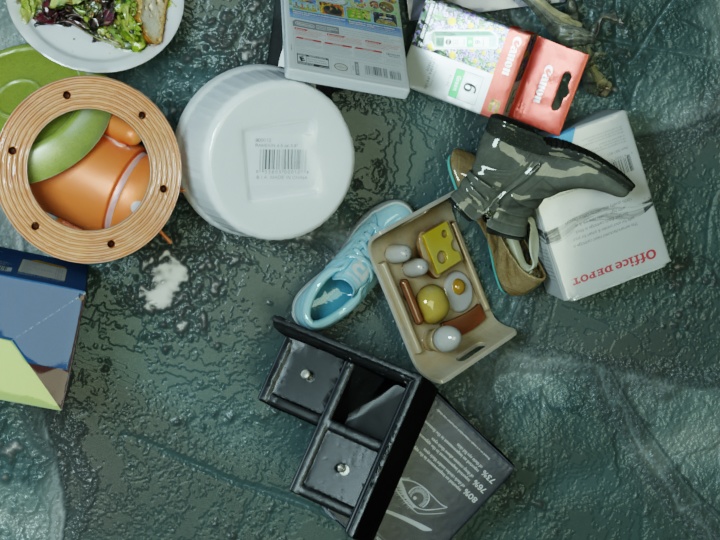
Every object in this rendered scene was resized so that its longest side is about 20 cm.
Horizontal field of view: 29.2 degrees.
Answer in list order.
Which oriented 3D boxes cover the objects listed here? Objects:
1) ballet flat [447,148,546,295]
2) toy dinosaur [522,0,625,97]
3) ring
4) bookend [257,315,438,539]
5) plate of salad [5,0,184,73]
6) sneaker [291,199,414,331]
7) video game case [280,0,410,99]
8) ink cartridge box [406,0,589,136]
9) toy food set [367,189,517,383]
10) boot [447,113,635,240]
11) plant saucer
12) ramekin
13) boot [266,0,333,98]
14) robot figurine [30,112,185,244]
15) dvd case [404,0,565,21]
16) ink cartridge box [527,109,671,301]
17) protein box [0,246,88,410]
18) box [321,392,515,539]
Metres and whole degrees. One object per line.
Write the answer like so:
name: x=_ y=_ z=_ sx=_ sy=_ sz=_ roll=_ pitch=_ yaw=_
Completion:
ballet flat: x=0.175 y=-0.063 z=1.684 sx=0.068 sy=0.072 sz=0.201 roll=-34 pitch=105 yaw=-50
toy dinosaur: x=0.262 y=-0.299 z=1.683 sx=0.088 sy=0.047 sz=0.200 roll=-41 pitch=106 yaw=9
ring: x=-0.292 y=-0.108 z=1.486 sx=0.200 sy=0.019 sz=0.201 roll=-1 pitch=94 yaw=-16
bookend: x=-0.043 y=0.184 z=1.620 sx=0.200 sy=0.092 sz=0.199 roll=22 pitch=82 yaw=20
plate of salad: x=-0.297 y=-0.317 z=1.555 sx=0.199 sy=0.048 sz=0.201 roll=4 pitch=71 yaw=-12
sneaker: x=0.000 y=0.000 z=1.670 sx=0.074 sy=0.082 sz=0.200 roll=40 pitch=90 yaw=-14
video game case: x=-0.021 y=-0.285 z=1.582 sx=0.143 sy=0.018 sz=0.200 roll=8 pitch=52 yaw=-17
ink cartridge box: x=0.156 y=-0.239 z=1.634 sx=0.199 sy=0.050 sz=0.109 roll=22 pitch=106 yaw=13
toy food set: x=0.104 y=0.017 z=1.671 sx=0.143 sy=0.060 sz=0.201 roll=-30 pitch=104 yaw=-35
boot: x=0.211 y=-0.093 z=1.630 sx=0.199 sy=0.068 sz=0.131 roll=20 pitch=105 yaw=-11
plant saucer: x=-0.375 y=-0.183 z=1.533 sx=0.199 sy=0.031 sz=0.201 roll=-3 pitch=57 yaw=5
ramekin: x=-0.103 y=-0.128 z=1.561 sx=0.200 sy=0.098 sz=0.201 roll=-5 pitch=103 yaw=-20
boot: x=-0.107 y=-0.223 z=1.622 sx=0.164 sy=0.066 sz=0.201 roll=10 pitch=102 yaw=-24
robot figurine: x=-0.295 y=-0.102 z=1.568 sx=0.199 sy=0.117 sz=0.144 roll=25 pitch=83 yaw=5
dvd case: x=0.145 y=-0.388 z=1.674 sx=0.199 sy=0.016 sz=0.149 roll=-9 pitch=99 yaw=-9
ink cartridge box: x=0.277 y=-0.082 z=1.707 sx=0.145 sy=0.084 sz=0.201 roll=-20 pitch=100 yaw=-8
protein box: x=-0.413 y=0.051 z=1.540 sx=0.198 sy=0.200 sz=0.135 roll=12 pitch=96 yaw=-12
box: x=0.065 y=0.257 z=1.708 sx=0.200 sy=0.104 sz=0.148 roll=-46 pitch=103 yaw=-1
